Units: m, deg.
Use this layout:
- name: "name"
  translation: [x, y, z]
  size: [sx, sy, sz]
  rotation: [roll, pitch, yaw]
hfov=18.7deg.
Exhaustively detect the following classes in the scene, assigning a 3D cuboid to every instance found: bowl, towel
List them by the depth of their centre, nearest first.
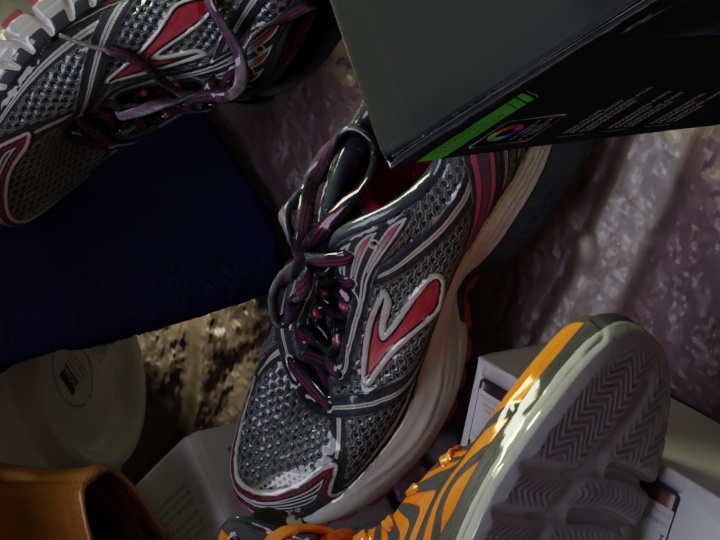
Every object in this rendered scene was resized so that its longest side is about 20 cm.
- name: "towel"
  translation: [-0.145, -0.021, 0.868]
  size: [0.148, 0.200, 0.050]
  rotation: [58, 146, 25]
- name: "bowl"
  translation: [-0.152, 0.050, 0.923]
  size: [0.094, 0.201, 0.201]
  rotation: [-11, 88, 24]

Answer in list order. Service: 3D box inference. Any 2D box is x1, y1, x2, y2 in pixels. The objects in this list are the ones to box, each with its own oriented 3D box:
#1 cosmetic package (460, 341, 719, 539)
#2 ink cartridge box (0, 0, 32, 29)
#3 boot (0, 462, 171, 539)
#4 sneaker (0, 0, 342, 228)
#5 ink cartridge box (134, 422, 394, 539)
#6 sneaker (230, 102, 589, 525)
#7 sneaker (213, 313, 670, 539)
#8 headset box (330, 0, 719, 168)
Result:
- name: "cosmetic package"
  translation: [0.113, 0.101, 0.708]
  size: [0.200, 0.051, 0.083]
  rotation: [29, 119, 42]
- name: "ink cartridge box"
  translation: [-0.192, -0.182, 0.885]
  size: [0.125, 0.200, 0.129]
  rotation: [-50, 60, 40]
- name: "boot"
  translation: [-0.108, 0.164, 0.822]
  size: [0.144, 0.071, 0.202]
  rotation: [-5, 114, 39]
- name: "sneaker"
  translation: [-0.067, -0.082, 0.803]
  size: [0.200, 0.081, 0.075]
  rotation: [-38, 69, 9]
- name: "ink cartridge box"
  translation: [-0.031, 0.177, 0.859]
  size: [0.146, 0.083, 0.200]
  rotation: [-44, 65, 43]
- name: "sneaker"
  translation: [0.000, 0.000, 0.764]
  size: [0.081, 0.075, 0.200]
  rotation: [40, 114, 36]
- name: "sneaker"
  translation: [0.011, 0.086, 0.699]
  size: [0.112, 0.078, 0.200]
  rotation: [34, 94, 42]
- name: "headset box"
  translation: [0.105, -0.107, 0.567]
  size: [0.174, 0.200, 0.093]
  rotation: [-30, 75, 46]
